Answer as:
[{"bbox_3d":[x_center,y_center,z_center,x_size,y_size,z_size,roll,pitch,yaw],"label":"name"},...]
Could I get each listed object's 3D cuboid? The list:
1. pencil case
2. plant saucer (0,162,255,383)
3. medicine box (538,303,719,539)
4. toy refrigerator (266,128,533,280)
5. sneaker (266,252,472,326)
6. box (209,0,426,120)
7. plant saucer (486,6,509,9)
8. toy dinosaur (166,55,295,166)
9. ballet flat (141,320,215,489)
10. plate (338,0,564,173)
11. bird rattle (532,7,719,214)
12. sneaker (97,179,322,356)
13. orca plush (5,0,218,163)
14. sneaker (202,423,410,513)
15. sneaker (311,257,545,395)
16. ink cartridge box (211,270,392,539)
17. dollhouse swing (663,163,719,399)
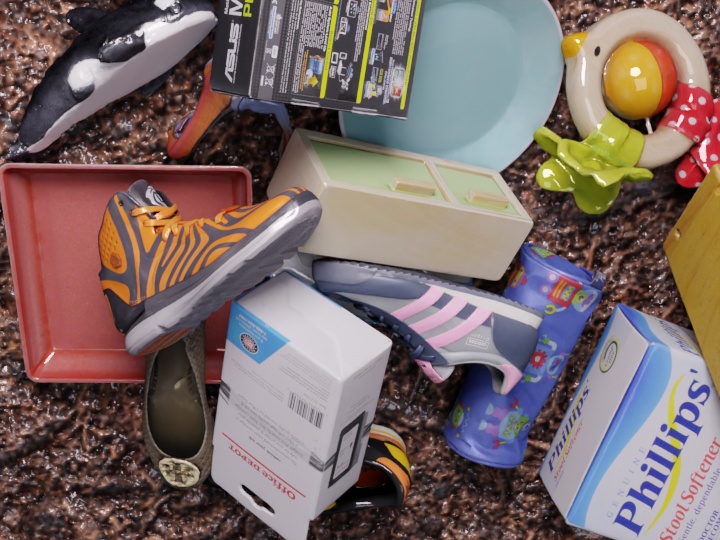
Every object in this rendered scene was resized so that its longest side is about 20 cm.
[{"bbox_3d":[0.144,0.076,0.974,0.086,0.078,0.202,17,105,-22],"label":"pencil case"},{"bbox_3d":[-0.185,0.000,0.916,0.197,0.037,0.202,0,117,-2],"label":"plant saucer"},{"bbox_3d":[0.292,0.156,1.002,0.198,0.103,0.184,19,104,-13],"label":"medicine box"},{"bbox_3d":[0.034,-0.052,0.880,0.198,0.076,0.070,9,125,-31],"label":"toy refrigerator"},{"bbox_3d":[0.000,0.000,0.943,0.198,0.076,0.082,17,90,-13],"label":"sneaker"},{"bbox_3d":[-0.017,-0.210,0.748,0.159,0.044,0.203,-2,105,-48],"label":"box"},{"bbox_3d":[0.103,-0.310,0.870,0.197,0.036,0.203,-2,108,-6],"label":"plant saucer"},{"bbox_3d":[-0.097,-0.166,0.839,0.181,0.105,0.200,-38,137,3],"label":"toy dinosaur"},{"bbox_3d":[-0.153,0.105,0.923,0.066,0.046,0.202,6,117,0],"label":"ballet flat"},{"bbox_3d":[0.072,-0.151,0.895,0.198,0.026,0.202,-12,128,-16],"label":"plate"},{"bbox_3d":[0.240,-0.133,0.903,0.198,0.113,0.165,-16,97,-9],"label":"bird rattle"},{"bbox_3d":[-0.126,-0.029,0.811,0.199,0.077,0.113,-33,79,23],"label":"sneaker"},{"bbox_3d":[-0.208,-0.168,0.868,0.199,0.105,0.072,-37,80,23],"label":"orca plush"},{"bbox_3d":[-0.051,0.175,0.976,0.197,0.090,0.071,2,107,-7],"label":"sneaker"},{"bbox_3d":[0.049,0.045,0.883,0.198,0.070,0.083,16,92,-11],"label":"sneaker"},{"bbox_3d":[-0.054,0.117,0.900,0.115,0.068,0.202,33,131,24],"label":"ink cartridge box"},{"bbox_3d":[0.370,0.031,0.894,0.173,0.202,0.182,-8,152,-10],"label":"dollhouse swing"}]
